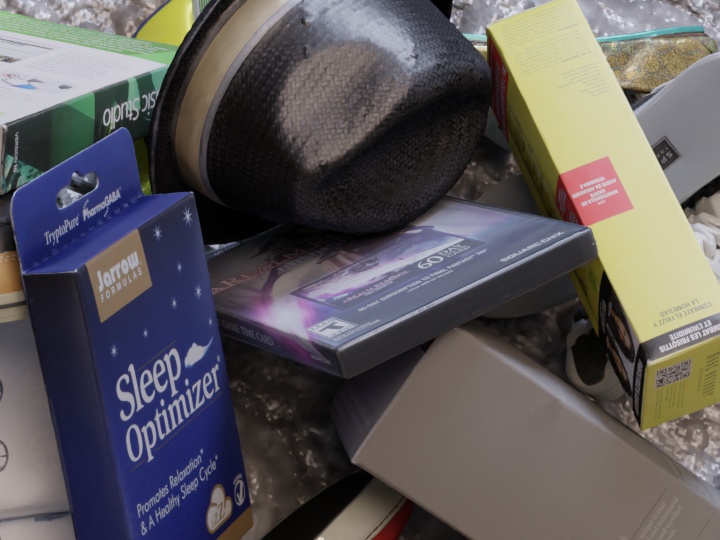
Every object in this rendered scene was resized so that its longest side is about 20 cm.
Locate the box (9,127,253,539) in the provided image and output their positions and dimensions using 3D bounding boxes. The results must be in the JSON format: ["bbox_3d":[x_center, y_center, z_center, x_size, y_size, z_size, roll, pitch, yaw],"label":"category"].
[{"bbox_3d":[-0.099,0.046,1.089,0.121,0.032,0.201,-41,123,-62],"label":"box"}]

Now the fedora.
[{"bbox_3d":[-0.004,-0.077,1.174,0.091,0.201,0.200,35,58,30],"label":"fedora"}]

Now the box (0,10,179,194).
[{"bbox_3d":[-0.176,-0.083,1.135,0.143,0.037,0.200,13,20,20],"label":"box"}]

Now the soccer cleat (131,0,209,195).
[{"bbox_3d":[-0.099,-0.077,1.247,0.083,0.065,0.201,18,64,20],"label":"soccer cleat"}]

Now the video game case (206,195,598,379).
[{"bbox_3d":[0.000,0.000,1.170,0.142,0.200,0.019,-25,111,-25],"label":"video game case"}]

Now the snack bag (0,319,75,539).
[{"bbox_3d":[-0.180,0.112,1.110,0.187,0.021,0.202,-5,92,-17],"label":"snack bag"}]

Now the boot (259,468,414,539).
[{"bbox_3d":[-0.006,0.198,1.152,0.144,0.072,0.200,48,52,-12],"label":"boot"}]

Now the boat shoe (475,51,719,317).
[{"bbox_3d":[0.128,-0.047,1.271,0.199,0.068,0.074,-41,90,10],"label":"boat shoe"}]

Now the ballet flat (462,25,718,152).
[{"bbox_3d":[0.103,-0.095,1.309,0.199,0.071,0.071,-3,68,-19],"label":"ballet flat"}]

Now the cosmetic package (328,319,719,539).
[{"bbox_3d":[0.089,0.098,1.165,0.199,0.107,0.091,32,95,-9],"label":"cosmetic package"}]

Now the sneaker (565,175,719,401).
[{"bbox_3d":[0.174,0.015,1.260,0.081,0.075,0.200,54,44,-7],"label":"sneaker"}]

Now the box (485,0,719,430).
[{"bbox_3d":[0.118,-0.030,1.171,0.050,0.075,0.201,-19,62,-6],"label":"box"}]

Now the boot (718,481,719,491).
[{"bbox_3d":[0.263,0.061,1.257,0.074,0.096,0.200,43,51,-4],"label":"boot"}]

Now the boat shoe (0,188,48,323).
[{"bbox_3d":[-0.203,-0.021,1.114,0.074,0.199,0.063,-13,105,-34],"label":"boat shoe"}]
